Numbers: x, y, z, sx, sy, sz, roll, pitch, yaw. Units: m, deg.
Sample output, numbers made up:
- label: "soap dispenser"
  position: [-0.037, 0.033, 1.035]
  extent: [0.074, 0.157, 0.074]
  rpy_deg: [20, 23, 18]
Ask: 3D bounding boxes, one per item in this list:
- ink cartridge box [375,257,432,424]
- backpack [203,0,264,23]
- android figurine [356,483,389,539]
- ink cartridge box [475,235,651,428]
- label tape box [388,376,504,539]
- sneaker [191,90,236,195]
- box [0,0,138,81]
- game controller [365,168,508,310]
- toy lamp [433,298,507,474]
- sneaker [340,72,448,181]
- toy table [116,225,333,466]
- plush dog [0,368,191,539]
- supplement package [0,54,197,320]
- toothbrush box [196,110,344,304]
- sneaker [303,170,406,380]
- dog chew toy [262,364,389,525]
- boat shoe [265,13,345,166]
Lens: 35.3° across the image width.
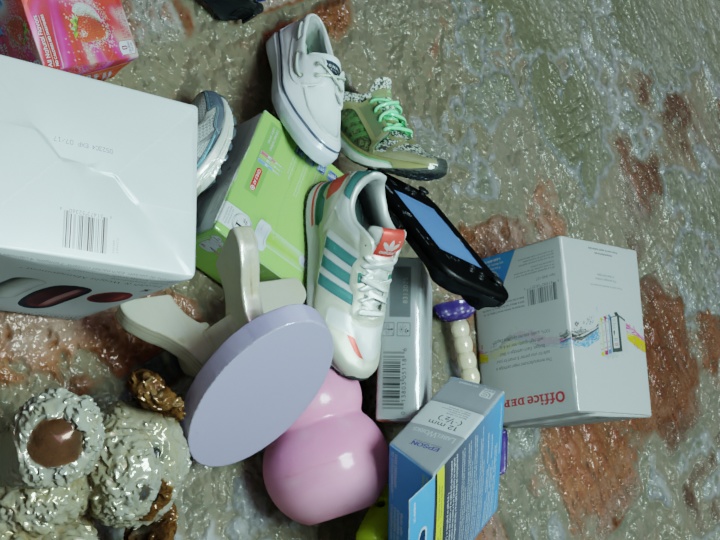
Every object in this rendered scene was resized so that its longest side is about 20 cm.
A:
- label: "ink cartridge box"
  position: [0.049, 0.081, 1.185]
  extent: [0.050, 0.200, 0.164]
  rpy_deg: [0, 80, 5]
- label: "backpack"
  position: [-0.131, -0.370, 1.114]
  extent: [0.189, 0.200, 0.155]
  rpy_deg: [16, 63, -30]
- label: "android figurine"
  position: [0.033, 0.301, 1.137]
  extent: [0.200, 0.041, 0.183]
  rpy_deg: [-53, 139, -39]
- label: "ink cartridge box"
  position: [0.236, 0.079, 1.332]
  extent: [0.144, 0.147, 0.202]
  rpy_deg: [8, 74, -39]
- label: "label tape box"
  position: [0.067, 0.211, 1.060]
  extent: [0.200, 0.066, 0.144]
  rpy_deg: [-36, 133, -50]
- label: "sneaker"
  position: [-0.183, -0.097, 1.064]
  extent: [0.086, 0.077, 0.201]
  rpy_deg: [32, 59, -26]
- label: "box"
  position: [-0.288, -0.261, 1.002]
  extent: [0.099, 0.095, 0.202]
  rpy_deg: [-19, 91, -41]
- label: "game controller"
  position: [0.071, -0.036, 1.124]
  extent: [0.104, 0.042, 0.200]
  rpy_deg: [34, 15, -42]
- label: "toy lamp"
  position: [0.129, 0.134, 1.286]
  extent: [0.058, 0.058, 0.202]
  rpy_deg: [-5, 83, -41]
- label: "sneaker"
  position: [0.017, -0.154, 1.163]
  extent: [0.077, 0.199, 0.089]
  rpy_deg: [5, 110, -49]
- label: "toy table"
  position: [-0.112, 0.067, 0.993]
  extent: [0.183, 0.200, 0.118]
  rpy_deg: [2, 47, -44]
- label: "plush dog"
  position: [-0.217, 0.167, 0.910]
  extent: [0.171, 0.160, 0.202]
  rpy_deg: [-5, 107, -36]
- label: "supplement package"
  position: [-0.262, -0.057, 0.902]
  extent: [0.190, 0.199, 0.149]
  rpy_deg: [11, 72, -38]
- label: "toothbrush box"
  position: [-0.070, -0.037, 1.138]
  extent: [0.200, 0.086, 0.147]
  rpy_deg: [36, 56, -28]
- label: "sneaker"
  position: [0.000, 0.000, 1.067]
  extent: [0.070, 0.093, 0.202]
  rpy_deg: [8, 71, -40]
- label: "dog chew toy"
  position: [-0.047, 0.139, 1.096]
  extent: [0.124, 0.124, 0.202]
  rpy_deg: [-7, 75, -41]
- label: "boat shoe"
  position: [-0.050, -0.194, 1.150]
  extent: [0.073, 0.067, 0.201]
  rpy_deg: [28, 31, -43]
